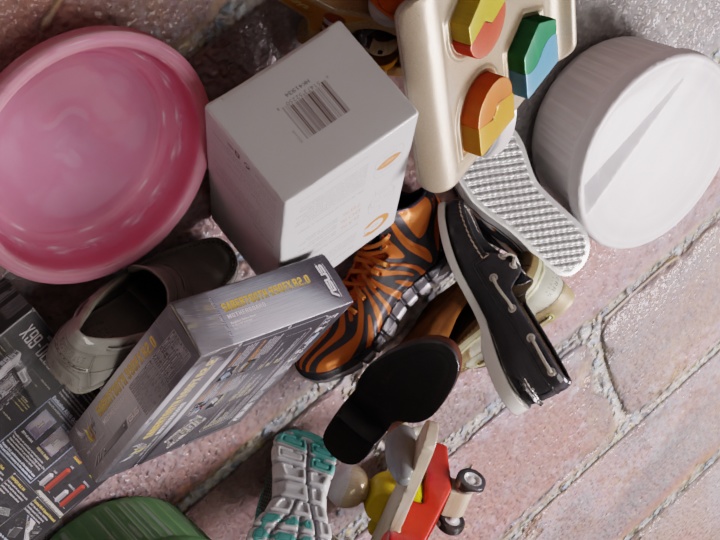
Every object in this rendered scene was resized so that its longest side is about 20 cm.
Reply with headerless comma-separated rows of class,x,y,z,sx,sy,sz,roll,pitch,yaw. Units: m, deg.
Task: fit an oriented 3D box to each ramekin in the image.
ramekin,-0.206,0.298,1.349,0.199,0.098,0.201,-22,131,-28
ramekin,0.251,-0.129,1.446,0.202,0.094,0.203,-23,132,-28

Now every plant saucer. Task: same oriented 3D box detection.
plant saucer,-0.205,-0.088,1.114,0.200,0.051,0.201,-21,130,-27

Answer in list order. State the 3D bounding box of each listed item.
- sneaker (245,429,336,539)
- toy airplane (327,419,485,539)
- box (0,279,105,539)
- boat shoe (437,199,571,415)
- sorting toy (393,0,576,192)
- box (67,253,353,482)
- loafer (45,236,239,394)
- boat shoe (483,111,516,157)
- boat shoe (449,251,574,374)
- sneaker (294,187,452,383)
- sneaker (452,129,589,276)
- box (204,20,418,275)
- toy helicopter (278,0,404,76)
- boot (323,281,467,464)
sneaker,-0.067,0.242,1.387,0.077,0.200,0.091,18,129,-1
toy airplane,0.023,0.242,1.477,0.201,0.141,0.199,-60,171,-9
box,-0.281,0.125,1.199,0.158,0.050,0.200,-41,137,-11
boat shoe,0.122,0.022,1.311,0.060,0.201,0.074,-26,156,17
sorting toy,0.105,-0.178,1.145,0.200,0.036,0.186,-46,146,-29
box,-0.118,0.076,1.178,0.158,0.048,0.200,-19,159,-43
loafer,-0.159,0.025,1.183,0.200,0.070,0.070,-42,170,-45
boat shoe,0.087,-0.163,1.250,0.068,0.072,0.200,-24,149,-17
boat shoe,0.126,0.060,1.426,0.200,0.066,0.074,-45,-163,50
sneaker,0.000,0.000,1.345,0.200,0.077,0.112,-48,135,-19
sneaker,0.125,-0.074,1.398,0.078,0.079,0.200,-44,113,-11
box,-0.041,-0.078,1.167,0.124,0.098,0.200,-35,164,-17
toy helicopter,-0.018,-0.199,1.152,0.199,0.132,0.079,25,72,-30
boot,0.066,0.068,1.347,0.200,0.068,0.188,-48,174,-44
